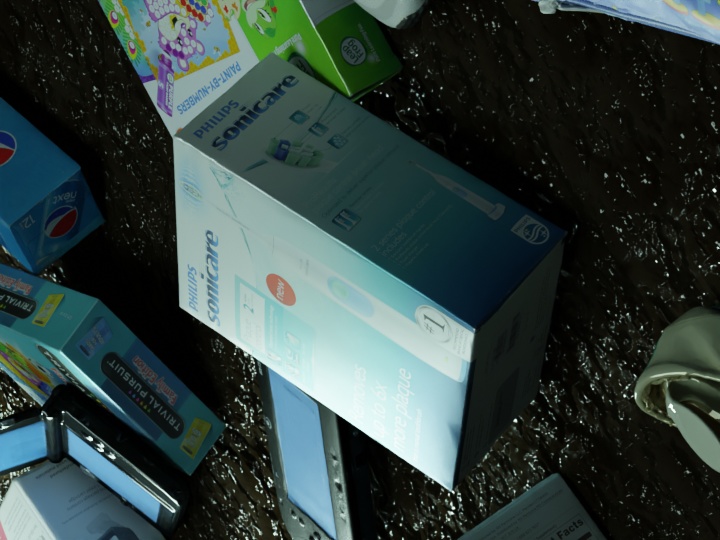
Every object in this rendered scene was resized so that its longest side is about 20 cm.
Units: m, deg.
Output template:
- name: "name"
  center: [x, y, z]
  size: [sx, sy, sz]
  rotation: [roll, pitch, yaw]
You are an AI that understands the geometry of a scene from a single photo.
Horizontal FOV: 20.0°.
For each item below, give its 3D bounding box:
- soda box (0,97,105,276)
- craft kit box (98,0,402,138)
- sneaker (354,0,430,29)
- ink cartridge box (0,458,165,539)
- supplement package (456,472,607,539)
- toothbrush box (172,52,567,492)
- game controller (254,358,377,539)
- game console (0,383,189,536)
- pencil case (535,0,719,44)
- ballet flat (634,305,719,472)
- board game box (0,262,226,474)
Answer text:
- name: "soda box"
  center: [-0.274, -0.086, 1.463]
  size: [0.200, 0.068, 0.064]
  rotation: [39, 160, 32]
- name: "craft kit box"
  center: [-0.082, -0.163, 1.166]
  size: [0.198, 0.048, 0.200]
  rotation: [59, 149, -3]
- name: "sneaker"
  center: [-0.040, -0.199, 1.035]
  size: [0.201, 0.086, 0.075]
  rotation: [55, 147, 7]
- name: "ink cartridge box"
  center: [-0.204, 0.256, 1.636]
  size: [0.201, 0.084, 0.146]
  rotation: [55, 148, 12]
- name: "supplement package"
  center: [0.053, 0.231, 1.177]
  size: [0.111, 0.155, 0.200]
  rotation: [53, 148, 12]
- name: "toothbrush box"
  center: [0.000, 0.000, 1.095]
  size: [0.199, 0.085, 0.147]
  rotation: [34, 147, 21]
- name: "game controller"
  center: [-0.031, 0.114, 1.313]
  size: [0.104, 0.042, 0.201]
  rotation: [27, 135, 42]
- name: "game console"
  center: [-0.226, 0.161, 1.477]
  size: [0.175, 0.117, 0.200]
  rotation: [38, 165, 3]
- name: "pencil case"
  center: [0.139, -0.131, 0.836]
  size: [0.199, 0.078, 0.088]
  rotation: [26, 105, 44]
- name: "ballet flat"
  center: [0.206, 0.087, 0.930]
  size: [0.200, 0.069, 0.070]
  rotation: [33, 140, 36]
- name: "board game box"
  center: [-0.208, 0.063, 1.463]
  size: [0.199, 0.047, 0.151]
  rotation: [17, 155, 49]
